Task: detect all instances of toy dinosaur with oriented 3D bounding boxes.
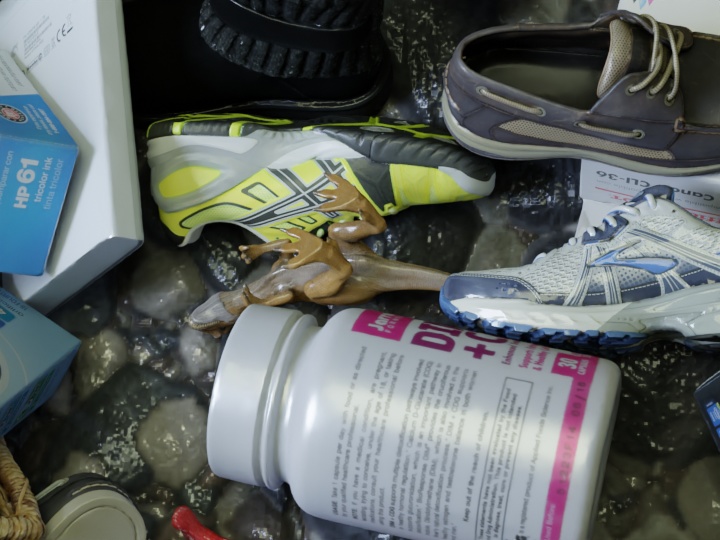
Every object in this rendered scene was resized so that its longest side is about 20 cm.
[{"bbox_3d":[0.000,0.000,0.942,0.200,0.106,0.061,-2,58,13],"label":"toy dinosaur"}]

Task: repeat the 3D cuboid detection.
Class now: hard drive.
[{"bbox_3d":[-0.173,-0.086,0.975,0.027,0.132,0.200,9,64,-36],"label":"hard drive"}]

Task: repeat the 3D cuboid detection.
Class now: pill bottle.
[{"bbox_3d":[0.029,0.083,0.886,0.200,0.113,0.114,11,72,11],"label":"pill bottle"}]

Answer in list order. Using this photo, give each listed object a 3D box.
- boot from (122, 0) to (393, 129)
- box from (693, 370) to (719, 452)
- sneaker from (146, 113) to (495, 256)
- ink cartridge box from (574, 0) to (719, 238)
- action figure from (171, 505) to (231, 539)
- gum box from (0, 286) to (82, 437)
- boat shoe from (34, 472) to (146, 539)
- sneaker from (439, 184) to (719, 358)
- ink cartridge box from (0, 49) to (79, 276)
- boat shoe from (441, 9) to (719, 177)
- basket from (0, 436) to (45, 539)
[{"bbox_3d":[-0.083,-0.149,0.961,0.211,0.158,0.080,-1,70,6],"label":"boot"},{"bbox_3d":[0.278,0.119,0.840,0.159,0.049,0.200,-17,75,-19],"label":"box"},{"bbox_3d":[-0.022,-0.049,0.975,0.200,0.075,0.077,3,101,5],"label":"sneaker"},{"bbox_3d":[0.193,-0.092,0.955,0.116,0.068,0.200,12,72,11],"label":"ink cartridge box"},{"bbox_3d":[-0.022,0.172,0.857,0.200,0.099,0.065,17,75,19],"label":"action figure"},{"bbox_3d":[-0.259,0.036,0.873,0.170,0.200,0.045,34,111,3],"label":"gum box"},{"bbox_3d":[-0.202,0.186,0.918,0.200,0.073,0.063,-42,27,-3],"label":"boat shoe"},{"bbox_3d":[0.142,0.000,0.904,0.200,0.077,0.085,-1,77,5],"label":"sneaker"},{"bbox_3d":[-0.274,-0.073,0.913,0.145,0.200,0.085,46,123,50],"label":"ink cartridge box"},{"bbox_3d":[0.140,-0.095,0.887,0.200,0.073,0.075,-2,69,8],"label":"boat shoe"},{"bbox_3d":[-0.284,0.084,0.880,0.149,0.143,0.200,-35,49,-3],"label":"basket"}]
